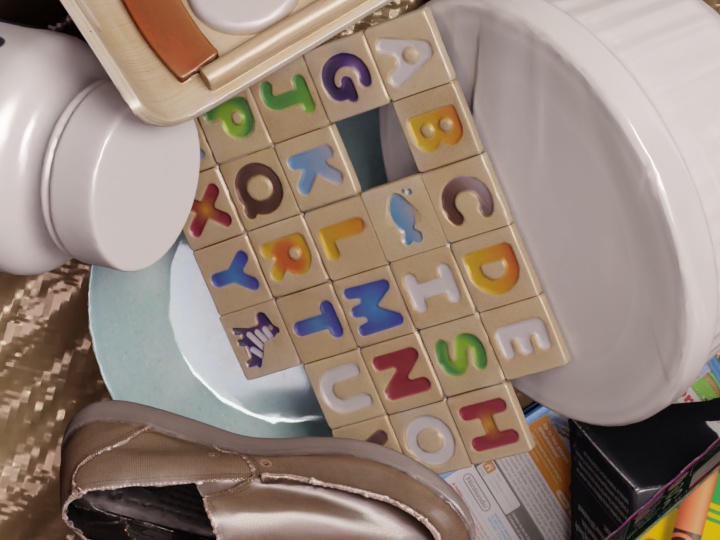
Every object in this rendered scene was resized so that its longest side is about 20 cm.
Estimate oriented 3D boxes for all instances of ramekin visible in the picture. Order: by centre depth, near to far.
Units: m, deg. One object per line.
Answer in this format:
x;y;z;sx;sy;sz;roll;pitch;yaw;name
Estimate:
0.104;-0.042;1.050;0.094;0.202;0.203;-28;99;-29;ramekin

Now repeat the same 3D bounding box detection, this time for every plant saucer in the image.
-0.030;0.012;1.144;0.200;0.039;0.202;-1;96;-5;plant saucer

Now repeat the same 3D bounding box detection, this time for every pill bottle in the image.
-0.176;-0.060;1.089;0.199;0.111;0.112;14;96;29;pill bottle

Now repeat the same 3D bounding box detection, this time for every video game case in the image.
0.119;0.133;1.232;0.200;0.018;0.143;-32;98;-1;video game case

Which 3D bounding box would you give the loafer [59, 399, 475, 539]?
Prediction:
-0.048;0.118;1.089;0.199;0.071;0.073;9;125;10;loafer

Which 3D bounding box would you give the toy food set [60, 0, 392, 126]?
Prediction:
-0.049;-0.169;1.035;0.199;0.060;0.144;-31;72;-11;toy food set

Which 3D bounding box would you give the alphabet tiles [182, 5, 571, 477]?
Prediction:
0.000;0.000;1.073;0.167;0.008;0.201;-17;99;34;alphabet tiles

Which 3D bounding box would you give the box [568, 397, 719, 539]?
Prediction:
0.210;0.172;1.176;0.199;0.124;0.198;-4;106;-9;box

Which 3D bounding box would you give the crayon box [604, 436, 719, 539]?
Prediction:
0.171;0.183;1.060;0.173;0.058;0.200;45;108;0;crayon box

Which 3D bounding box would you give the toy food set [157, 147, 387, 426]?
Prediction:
-0.011;0.004;1.189;0.199;0.049;0.199;8;95;-6;toy food set
